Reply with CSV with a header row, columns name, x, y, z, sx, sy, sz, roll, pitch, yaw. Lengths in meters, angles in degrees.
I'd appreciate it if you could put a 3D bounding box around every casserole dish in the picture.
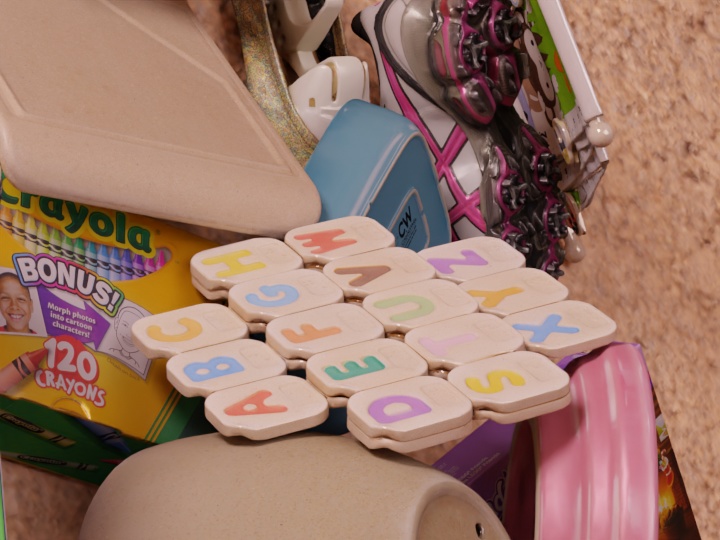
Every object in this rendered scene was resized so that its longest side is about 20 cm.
name,x,y,z,sx,sy,sz,roll,pitch,yaw
casserole dish,0.000,0.000,1.378,0.200,0.039,0.121,-63,145,-44

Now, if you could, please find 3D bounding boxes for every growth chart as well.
name,x,y,z,sx,sy,sz,roll,pitch,yaw
growth chart,0.103,-0.099,1.492,0.018,0.200,0.145,-20,73,-8

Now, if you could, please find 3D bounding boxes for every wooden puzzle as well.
name,x,y,z,sx,sy,sz,roll,pitch,yaw
wooden puzzle,-0.129,-0.094,1.319,0.185,0.037,0.200,10,38,-40

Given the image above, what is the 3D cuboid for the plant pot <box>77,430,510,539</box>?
name,x,y,z,sx,sy,sz,roll,pitch,yaw
plant pot,-0.007,0.151,1.154,0.200,0.134,0.200,38,41,-43

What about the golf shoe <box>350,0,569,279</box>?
name,x,y,z,sx,sy,sz,roll,pitch,yaw
golf shoe,0.055,-0.060,1.481,0.073,0.092,0.200,-32,114,-48

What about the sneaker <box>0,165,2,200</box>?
name,x,y,z,sx,sy,sz,roll,pitch,yaw
sneaker,-0.232,-0.014,1.099,0.200,0.090,0.067,-17,72,-36

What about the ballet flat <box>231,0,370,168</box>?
name,x,y,z,sx,sy,sz,roll,pitch,yaw
ballet flat,-0.028,-0.115,1.439,0.071,0.071,0.200,2,66,-43

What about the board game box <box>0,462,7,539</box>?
name,x,y,z,sx,sy,sz,roll,pitch,yaw
board game box,-0.164,0.087,1.043,0.040,0.153,0.200,-2,54,-12

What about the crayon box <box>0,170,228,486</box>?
name,x,y,z,sx,sy,sz,roll,pitch,yaw
crayon box,-0.147,0.024,1.248,0.200,0.058,0.119,21,54,-35

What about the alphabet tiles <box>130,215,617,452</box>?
name,x,y,z,sx,sy,sz,roll,pitch,yaw
alphabet tiles,0.006,0.024,1.220,0.195,0.200,0.015,-14,119,-24

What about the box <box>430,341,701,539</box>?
name,x,y,z,sx,sy,sz,roll,pitch,yaw
box,0.085,0.142,1.350,0.200,0.039,0.137,-36,117,-35

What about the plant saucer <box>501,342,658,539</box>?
name,x,y,z,sx,sy,sz,roll,pitch,yaw
plant saucer,0.094,0.132,1.231,0.051,0.201,0.201,3,58,-2
